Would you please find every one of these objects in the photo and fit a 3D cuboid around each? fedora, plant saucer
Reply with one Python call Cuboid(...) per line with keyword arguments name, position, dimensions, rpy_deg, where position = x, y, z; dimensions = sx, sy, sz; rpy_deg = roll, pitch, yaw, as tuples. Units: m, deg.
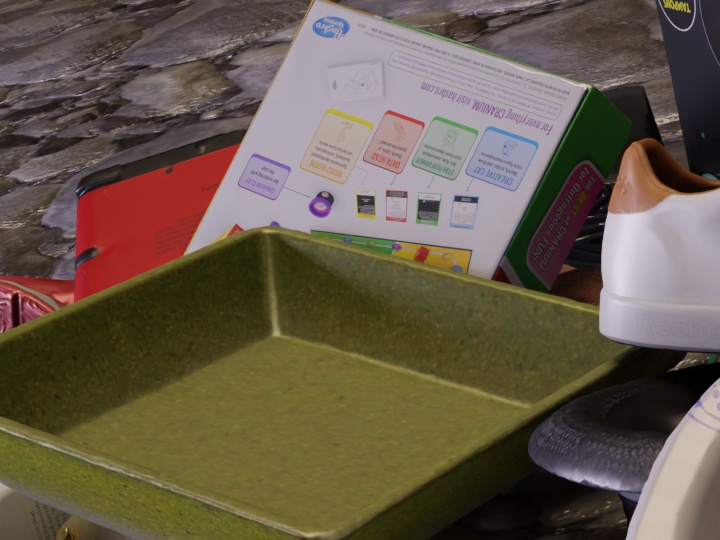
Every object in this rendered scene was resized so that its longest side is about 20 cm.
Cuboid(name="fedora", position=(0.149, 0.081, 0.699), dimensions=(0.200, 0.092, 0.201), rpy_deg=(-5, 5, 0))
Cuboid(name="plant saucer", position=(-0.025, 0.051, 0.787), dimensions=(0.199, 0.048, 0.200), rpy_deg=(15, 26, 37))

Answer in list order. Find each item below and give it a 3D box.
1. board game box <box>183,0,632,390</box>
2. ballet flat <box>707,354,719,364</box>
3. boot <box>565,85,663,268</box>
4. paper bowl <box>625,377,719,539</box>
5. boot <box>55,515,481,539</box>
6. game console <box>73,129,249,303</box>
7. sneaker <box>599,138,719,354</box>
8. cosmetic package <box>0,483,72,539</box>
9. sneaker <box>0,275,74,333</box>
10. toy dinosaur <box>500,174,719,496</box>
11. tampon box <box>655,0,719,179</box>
Cuboid(name="board game box", position=(0.000, 0.000, 0.909), dimensions=(0.153, 0.200, 0.040), rpy_deg=(23, -6, 38))
Cuboid(name="ballet flat", position=(0.226, 0.014, 0.926), dimensions=(0.200, 0.068, 0.062), rpy_deg=(-28, 35, -35))
Cuboid(name="boot", position=(0.086, -0.049, 1.229), dimensions=(0.164, 0.066, 0.200), rpy_deg=(-3, 21, 7))
Cuboid(name="paper bowl", position=(0.160, 0.105, 0.526), dimensions=(0.200, 0.104, 0.201), rpy_deg=(-3, 54, 4))
Cuboid(name="boot", position=(-0.073, 0.130, 0.775), dimensions=(0.200, 0.073, 0.155), rpy_deg=(-25, 20, -37))
Cuboid(name="game console", position=(-0.022, -0.013, 1.056), dimensions=(0.200, 0.119, 0.173), rpy_deg=(-17, 45, 12))
Cuboid(name="sneaker", position=(0.173, -0.013, 0.724), dimensions=(0.199, 0.085, 0.073), rpy_deg=(3, 7, 23))
Cuboid(name="cosmetic package", position=(-0.172, 0.126, 0.852), dimensions=(0.107, 0.085, 0.200), rpy_deg=(-3, 21, 35))
Cuboid(name="sneaker", position=(-0.121, 0.034, 1.158), dimensions=(0.200, 0.079, 0.115), rpy_deg=(11, 19, 30))
Cuboid(name="toy dinosaur", position=(0.116, 0.018, 0.924), dimensions=(0.135, 0.086, 0.200), rpy_deg=(-16, 11, 33))
Cuboid(name="tampon box", position=(0.234, -0.110, 1.078), dimensions=(0.126, 0.201, 0.150), rpy_deg=(-20, 16, -17))
